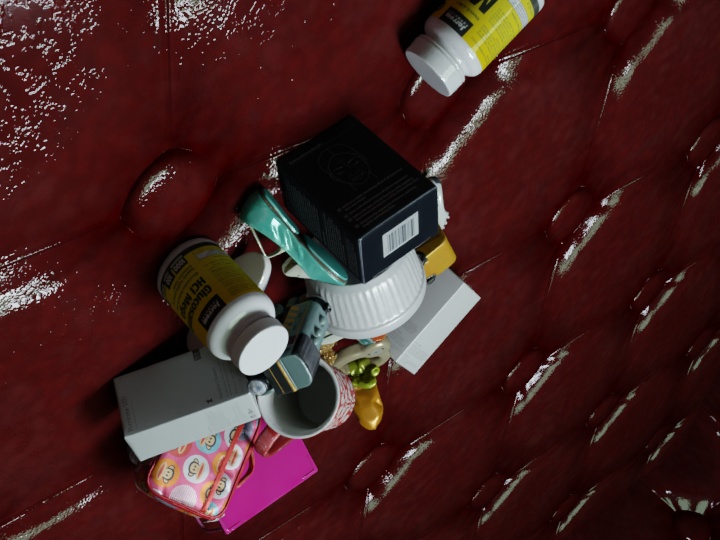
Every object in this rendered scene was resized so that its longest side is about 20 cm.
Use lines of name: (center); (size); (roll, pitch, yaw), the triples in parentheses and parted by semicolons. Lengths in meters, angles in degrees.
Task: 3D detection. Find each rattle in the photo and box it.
rattle: (0.016, 0.184, 1.943); (0.129, 0.145, 0.200); (12, 149, -23)

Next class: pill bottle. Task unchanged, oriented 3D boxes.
pill bottle: (0.167, -0.363, 1.597); (0.200, 0.114, 0.114); (-47, 149, -3)
pill bottle: (-0.193, 0.052, 1.525); (0.112, 0.200, 0.113); (-31, 144, -25)

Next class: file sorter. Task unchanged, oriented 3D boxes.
file sorter: (-0.206, 0.341, 1.856); (0.199, 0.140, 0.125); (-30, -178, -32)

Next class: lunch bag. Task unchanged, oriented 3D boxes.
lunch bag: (-0.247, 0.290, 1.714); (0.175, 0.082, 0.202); (31, 68, -23)

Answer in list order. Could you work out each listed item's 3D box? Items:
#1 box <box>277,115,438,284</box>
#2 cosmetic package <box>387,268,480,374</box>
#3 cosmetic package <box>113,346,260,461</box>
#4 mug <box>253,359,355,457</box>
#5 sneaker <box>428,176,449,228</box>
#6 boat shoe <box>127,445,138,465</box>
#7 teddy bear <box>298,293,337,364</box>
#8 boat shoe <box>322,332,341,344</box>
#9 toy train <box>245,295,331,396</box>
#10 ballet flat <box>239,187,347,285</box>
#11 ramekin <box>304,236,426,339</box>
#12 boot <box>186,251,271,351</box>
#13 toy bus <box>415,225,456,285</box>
box: (-0.003, -0.106, 1.585); (0.148, 0.200, 0.108); (-34, 147, -20)
cosmetic package: (0.126, 0.090, 2.068); (0.200, 0.085, 0.108); (-49, 149, 0)
cosmetic package: (-0.262, 0.193, 1.623); (0.198, 0.114, 0.082); (-20, 144, -7)
mug: (-0.098, 0.213, 1.761); (0.176, 0.135, 0.200); (-24, 169, 7)
sneaker: (0.125, -0.080, 1.892); (0.070, 0.073, 0.201); (-32, 145, -19)
boat shoe: (-0.286, 0.271, 1.779); (0.199, 0.065, 0.074); (-33, 145, -23)
teddy bear: (-0.075, 0.110, 1.860); (0.144, 0.067, 0.202); (-6, 128, -45)
boat shoe: (-0.102, 0.108, 1.768); (0.200, 0.061, 0.072); (-23, -177, -10)
toy train: (-0.106, 0.110, 1.601); (0.086, 0.113, 0.201); (63, 25, -24)
ballet flat: (-0.106, -0.035, 1.606); (0.070, 0.067, 0.200); (-40, 111, 11)
ramekin: (0.000, 0.000, 1.718); (0.199, 0.200, 0.106); (-37, 138, -17)
boot: (-0.185, 0.054, 1.669); (0.200, 0.073, 0.090); (-50, 151, 20)
toy bus: (0.062, -0.001, 1.823); (0.199, 0.079, 0.065); (-31, 142, 4)
